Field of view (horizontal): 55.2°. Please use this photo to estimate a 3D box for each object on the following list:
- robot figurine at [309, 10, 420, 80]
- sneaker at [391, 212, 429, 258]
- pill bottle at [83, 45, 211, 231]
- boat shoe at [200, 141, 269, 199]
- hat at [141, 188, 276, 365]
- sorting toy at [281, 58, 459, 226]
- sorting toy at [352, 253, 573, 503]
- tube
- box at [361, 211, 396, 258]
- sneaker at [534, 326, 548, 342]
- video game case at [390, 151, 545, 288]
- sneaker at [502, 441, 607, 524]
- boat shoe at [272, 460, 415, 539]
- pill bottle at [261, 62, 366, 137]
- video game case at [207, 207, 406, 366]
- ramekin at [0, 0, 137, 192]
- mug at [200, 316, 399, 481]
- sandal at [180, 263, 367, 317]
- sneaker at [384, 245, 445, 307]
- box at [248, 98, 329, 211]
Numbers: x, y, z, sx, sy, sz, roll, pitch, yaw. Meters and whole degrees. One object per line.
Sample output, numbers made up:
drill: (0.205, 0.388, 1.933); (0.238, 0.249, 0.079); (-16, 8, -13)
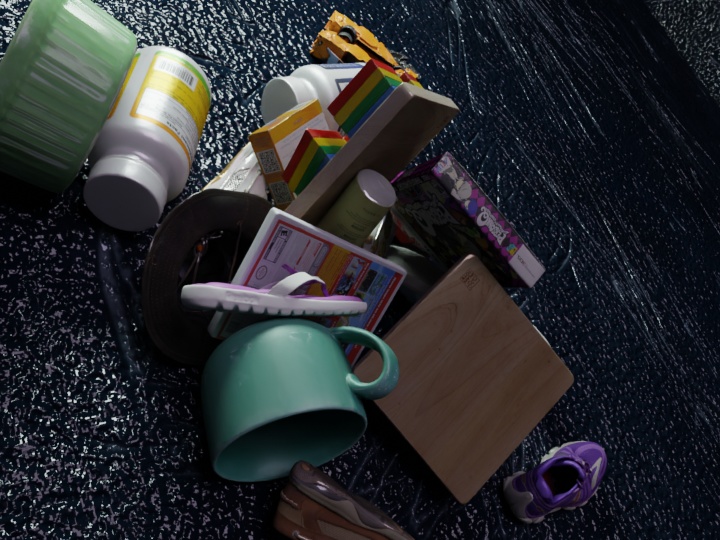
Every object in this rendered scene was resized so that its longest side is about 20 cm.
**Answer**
robot figurine: (0.016, -0.346, 1.165); (0.198, 0.058, 0.147); (35, 44, -11)
sneaker: (0.055, -0.116, 0.986); (0.201, 0.108, 0.068); (43, 42, -4)
pill bottle: (-0.239, -0.146, 0.771); (0.109, 0.111, 0.204); (24, 47, -22)
boat shoe: (-0.145, -0.095, 0.843); (0.069, 0.071, 0.202); (39, 52, -8)
hat: (-0.165, 0.003, 0.732); (0.198, 0.079, 0.207); (-21, 117, -47)
sorting toy: (0.000, -0.142, 0.781); (0.070, 0.198, 0.199); (49, 22, 8)
sorting toy: (0.116, 0.124, 0.820); (0.200, 0.070, 0.200); (-43, 96, -11)
tube: (-0.031, -0.028, 0.782); (0.058, 0.200, 0.052); (49, 39, 8)
box: (0.000, 0.000, 0.884); (0.042, 0.038, 0.203); (64, 35, -37)
sneaker: (0.204, 0.092, 0.995); (0.199, 0.075, 0.100); (42, 19, -1)
video game case: (0.116, -0.054, 0.858); (0.036, 0.199, 0.182); (-45, 102, -13)
sneaker: (0.271, 0.269, 0.889); (0.197, 0.083, 0.082); (-10, 65, -44)
boat shoe: (-0.008, 0.267, 0.685); (0.199, 0.075, 0.073); (40, 78, -22)
pill bottle: (-0.044, -0.239, 0.997); (0.197, 0.111, 0.113); (-19, 71, -45)
video game case: (-0.051, 0.031, 0.746); (0.197, 0.145, 0.017); (23, 12, -41)
ramekin: (-0.304, -0.179, 0.686); (0.096, 0.199, 0.204); (27, 45, -28)
mug: (-0.065, 0.115, 0.674); (0.180, 0.154, 0.117); (-9, 56, -18)
sandal: (-0.074, 0.019, 0.668); (0.198, 0.081, 0.051); (5, 85, -37)
sneaker: (0.089, 0.043, 0.927); (0.198, 0.084, 0.073); (35, 30, 23)
box: (-0.062, -0.101, 0.880); (0.119, 0.041, 0.205); (-46, 124, -49)
